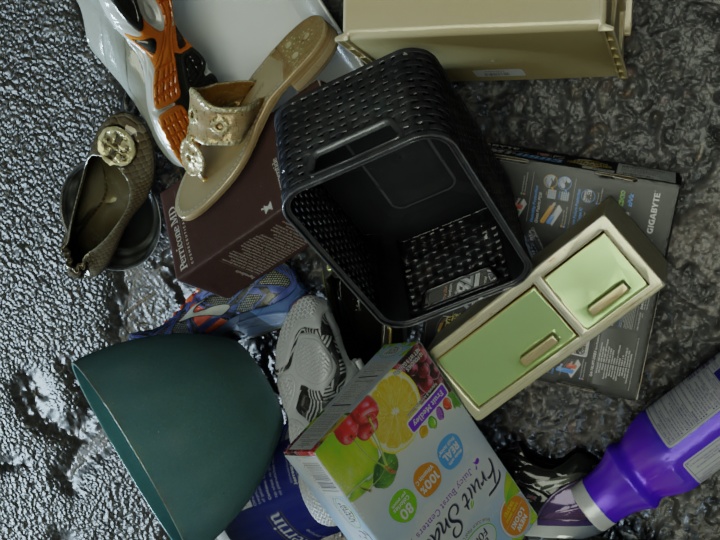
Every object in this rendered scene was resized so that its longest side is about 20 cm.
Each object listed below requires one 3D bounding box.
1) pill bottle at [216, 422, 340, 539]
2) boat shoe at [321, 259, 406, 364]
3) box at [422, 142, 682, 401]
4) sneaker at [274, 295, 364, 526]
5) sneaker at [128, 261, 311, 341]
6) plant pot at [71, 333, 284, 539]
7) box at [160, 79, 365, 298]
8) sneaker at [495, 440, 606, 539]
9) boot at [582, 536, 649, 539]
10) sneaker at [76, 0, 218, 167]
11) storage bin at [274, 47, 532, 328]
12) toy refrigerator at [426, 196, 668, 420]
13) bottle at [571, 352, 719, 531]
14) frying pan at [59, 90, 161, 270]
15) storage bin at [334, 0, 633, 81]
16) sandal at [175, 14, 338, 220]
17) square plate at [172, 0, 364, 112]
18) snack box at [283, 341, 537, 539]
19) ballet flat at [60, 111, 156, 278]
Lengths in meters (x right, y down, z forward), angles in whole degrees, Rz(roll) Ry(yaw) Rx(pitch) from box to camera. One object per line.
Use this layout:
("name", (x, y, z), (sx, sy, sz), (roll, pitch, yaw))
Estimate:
("pill bottle", (-0.081, 0.216, 1.051), (0.200, 0.116, 0.116), (-26, 97, 24))
("boat shoe", (0.000, 0.000, 0.988), (0.072, 0.061, 0.202), (-8, 104, 19))
("box", (0.163, -0.002, 0.942), (0.198, 0.050, 0.201), (11, 110, 16))
("sneaker", (-0.006, 0.121, 0.958), (0.075, 0.115, 0.201), (-25, 70, 46))
("sneaker", (-0.140, 0.038, 1.047), (0.200, 0.075, 0.079), (-20, 89, 15))
("plant pot", (-0.148, 0.135, 0.961), (0.135, 0.200, 0.200), (-30, 97, -19))
("box", (-0.080, -0.069, 0.954), (0.200, 0.075, 0.100), (-33, 57, 26))
("sneaker", (0.129, 0.202, 1.011), (0.199, 0.076, 0.088), (-3, 96, 11))
("boot", (0.180, 0.304, 1.010), (0.182, 0.073, 0.200), (28, 135, -32))
("sneaker", (-0.194, -0.187, 0.968), (0.092, 0.076, 0.200), (4, 120, 47))
("storage bin", (0.035, -0.057, 0.829), (0.135, 0.094, 0.200), (-22, 141, 17))
("toy refrigerator", (0.152, 0.035, 0.894), (0.200, 0.070, 0.076), (-40, 92, 24))
("bottle", (0.272, 0.146, 0.918), (0.200, 0.084, 0.065), (-42, 105, 13))
("frying pan", (-0.248, -0.093, 1.053), (0.115, 0.031, 0.191), (1, 107, 19))
("storage bin", (0.103, -0.204, 0.823), (0.199, 0.198, 0.094), (1, 89, 17))
("sandal", (-0.113, -0.145, 0.916), (0.212, 0.078, 0.070), (-48, 130, 8))
("square plate", (-0.114, -0.204, 0.980), (0.198, 0.028, 0.200), (-30, 95, 24))
("snack box", (0.047, 0.180, 0.896), (0.053, 0.142, 0.200), (-13, 116, 54))
("ballet flat", (-0.243, -0.063, 1.004), (0.067, 0.046, 0.200), (40, 129, 9))
